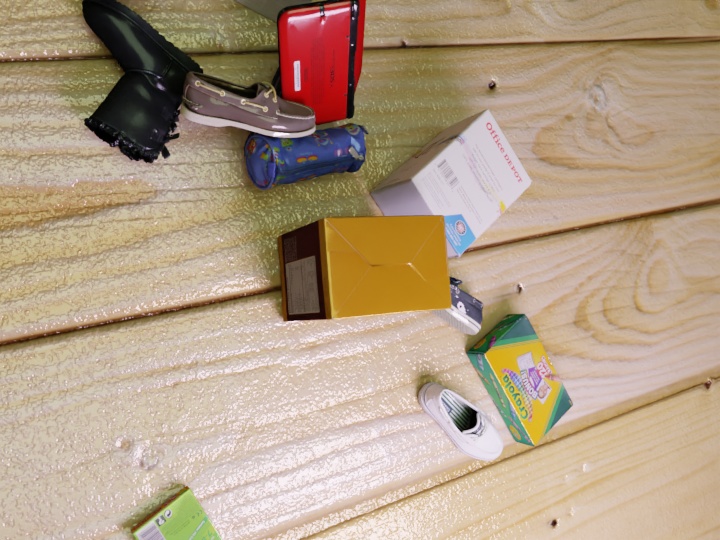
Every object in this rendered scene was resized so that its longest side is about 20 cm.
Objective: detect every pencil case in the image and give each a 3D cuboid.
[{"bbox_3d":[-0.076,-0.176,1.034,0.197,0.086,0.080,-16,123,-37],"label":"pencil case"}]

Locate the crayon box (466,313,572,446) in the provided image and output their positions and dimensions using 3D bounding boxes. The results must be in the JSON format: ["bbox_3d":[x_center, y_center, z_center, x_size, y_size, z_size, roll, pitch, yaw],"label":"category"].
[{"bbox_3d":[0.289,0.196,1.226,0.118,0.058,0.203,-36,103,-24],"label":"crayon box"}]

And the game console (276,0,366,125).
[{"bbox_3d":[-0.054,-0.338,1.021,0.168,0.202,0.120,-15,53,-14],"label":"game console"}]

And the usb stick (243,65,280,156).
[{"bbox_3d":[-0.126,-0.259,1.062,0.055,0.032,0.204,29,74,-33],"label":"usb stick"}]

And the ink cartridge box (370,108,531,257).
[{"bbox_3d":[0.150,-0.138,1.130,0.199,0.144,0.149,-41,105,-22],"label":"ink cartridge box"}]

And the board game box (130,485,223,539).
[{"bbox_3d":[-0.233,0.421,0.968,0.095,0.030,0.203,-34,99,-24],"label":"board game box"}]

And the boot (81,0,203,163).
[{"bbox_3d":[-0.327,-0.259,0.941,0.197,0.073,0.165,33,72,-25],"label":"boot"}]

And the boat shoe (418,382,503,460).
[{"bbox_3d":[0.182,0.267,1.163,0.199,0.066,0.074,37,72,-20],"label":"boat shoe"}]

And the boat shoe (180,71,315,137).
[{"bbox_3d":[-0.152,-0.235,0.960,0.195,0.072,0.061,5,123,-20],"label":"boat shoe"}]

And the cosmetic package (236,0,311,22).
[{"bbox_3d":[-0.159,-0.449,0.992,0.197,0.150,0.053,21,78,-24],"label":"cosmetic package"}]

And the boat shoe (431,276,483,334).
[{"bbox_3d":[0.139,0.037,1.155,0.199,0.074,0.063,36,71,-27],"label":"boat shoe"}]

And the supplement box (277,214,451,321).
[{"bbox_3d":[0.000,0.000,1.014,0.193,0.199,0.136,-3,87,-26],"label":"supplement box"}]
